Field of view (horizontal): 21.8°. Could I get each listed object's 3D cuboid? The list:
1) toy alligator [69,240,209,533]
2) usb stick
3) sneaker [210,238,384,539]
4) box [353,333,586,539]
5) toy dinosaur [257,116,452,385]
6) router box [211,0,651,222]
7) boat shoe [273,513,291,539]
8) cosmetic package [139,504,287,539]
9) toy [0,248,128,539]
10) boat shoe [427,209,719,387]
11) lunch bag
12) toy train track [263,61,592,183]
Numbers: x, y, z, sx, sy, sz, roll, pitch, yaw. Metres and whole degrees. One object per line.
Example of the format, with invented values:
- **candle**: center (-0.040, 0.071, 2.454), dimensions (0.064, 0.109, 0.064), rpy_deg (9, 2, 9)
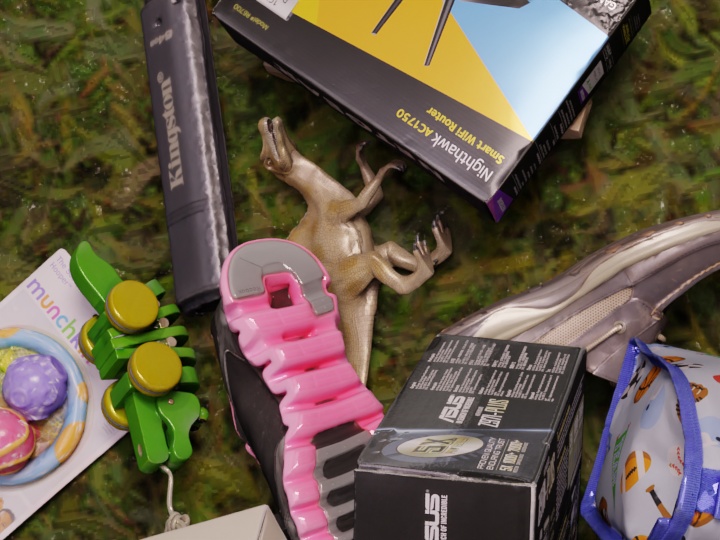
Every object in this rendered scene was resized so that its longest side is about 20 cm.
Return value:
- **toy alligator**: center (-0.113, 0.071, 1.068), dimensions (0.054, 0.059, 0.201), rpy_deg (-11, 68, -33)
- **usb stick**: center (-0.100, -0.074, 1.107), dimensions (0.032, 0.055, 0.201), rpy_deg (0, 76, -32)
- **sneaker**: center (-0.035, 0.087, 1.029), dimensions (0.079, 0.095, 0.201), rpy_deg (-7, 67, -30)
- **box**: center (0.057, 0.141, 0.934), dimensions (0.086, 0.200, 0.165), rpy_deg (5, 107, 12)
- **toy dinosaur**: center (0.000, 0.000, 1.080), dimensions (0.101, 0.058, 0.201), rpy_deg (-20, 78, 24)
- **router box**: center (0.040, -0.144, 1.046), dimensions (0.200, 0.051, 0.149), rpy_deg (35, 87, 19)
- **boat shoe**: center (-0.095, 0.187, 1.061), dimensions (0.199, 0.072, 0.068), rpy_deg (-19, 39, 15)
- **cosmetic package**: center (-0.122, 0.206, 0.994), dimensions (0.199, 0.073, 0.104), rpy_deg (-19, 116, 16)
- **toy**: center (-0.223, 0.091, 1.104), dimensions (0.200, 0.047, 0.115), rpy_deg (-42, 77, 3)
- **boat shoe**: center (0.134, 0.029, 1.036), dimensions (0.199, 0.074, 0.074), rpy_deg (-26, 91, 13)
- **lunch bag**: center (0.209, 0.115, 0.908), dimensions (0.169, 0.200, 0.125), rpy_deg (14, 92, -4)
- **toy train track**: center (0.039, -0.105, 1.091), dimensions (0.199, 0.033, 0.115), rpy_deg (14, 75, 21)
